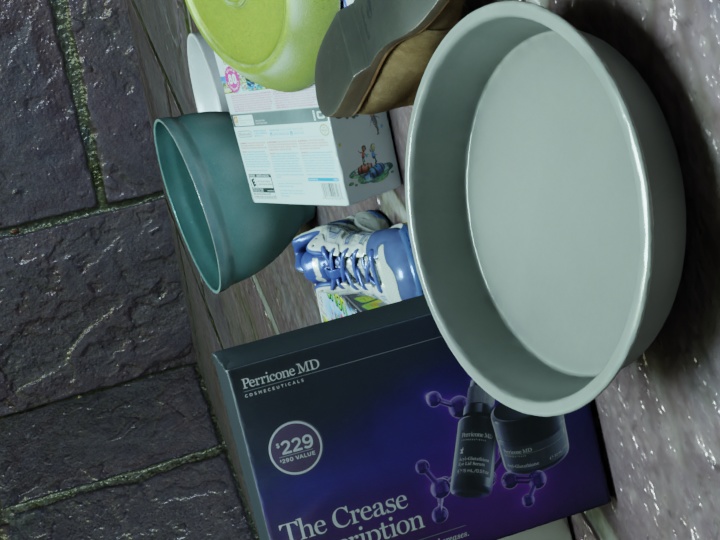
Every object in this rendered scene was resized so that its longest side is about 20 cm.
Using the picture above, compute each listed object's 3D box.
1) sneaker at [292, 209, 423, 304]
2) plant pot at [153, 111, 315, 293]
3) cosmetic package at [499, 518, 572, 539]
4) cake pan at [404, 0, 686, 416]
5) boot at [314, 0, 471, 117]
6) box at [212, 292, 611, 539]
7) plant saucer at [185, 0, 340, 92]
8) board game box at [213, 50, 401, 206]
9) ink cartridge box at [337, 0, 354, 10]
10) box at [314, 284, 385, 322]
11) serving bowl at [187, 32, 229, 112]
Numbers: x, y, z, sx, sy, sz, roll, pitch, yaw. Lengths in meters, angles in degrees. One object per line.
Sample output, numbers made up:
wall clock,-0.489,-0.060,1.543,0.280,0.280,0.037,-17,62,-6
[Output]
sneaker,0.000,0.000,0.962,0.200,0.088,0.075,-156,54,-72
plant pot,-0.131,-0.091,1.294,0.200,0.134,0.201,160,90,-75
cosmetic package,0.083,0.183,0.851,0.200,0.071,0.105,-175,70,-76
cake pan,0.086,-0.030,0.574,0.200,0.037,0.201,29,123,57
boot,0.040,-0.155,0.687,0.200,0.075,0.074,134,131,-59
box,0.029,0.092,0.685,0.079,0.200,0.141,-173,68,-78
plant saucer,-0.088,-0.226,0.871,0.200,0.031,0.200,35,138,40
board game box,-0.052,-0.157,0.951,0.147,0.064,0.200,7,115,52
ink cartridge box,0.007,-0.244,0.758,0.200,0.042,0.120,139,117,-72
box,0.000,0.060,1.143,0.200,0.035,0.110,-139,36,-68
serving bowl,-0.157,-0.201,1.445,0.200,0.066,0.201,165,90,-78
